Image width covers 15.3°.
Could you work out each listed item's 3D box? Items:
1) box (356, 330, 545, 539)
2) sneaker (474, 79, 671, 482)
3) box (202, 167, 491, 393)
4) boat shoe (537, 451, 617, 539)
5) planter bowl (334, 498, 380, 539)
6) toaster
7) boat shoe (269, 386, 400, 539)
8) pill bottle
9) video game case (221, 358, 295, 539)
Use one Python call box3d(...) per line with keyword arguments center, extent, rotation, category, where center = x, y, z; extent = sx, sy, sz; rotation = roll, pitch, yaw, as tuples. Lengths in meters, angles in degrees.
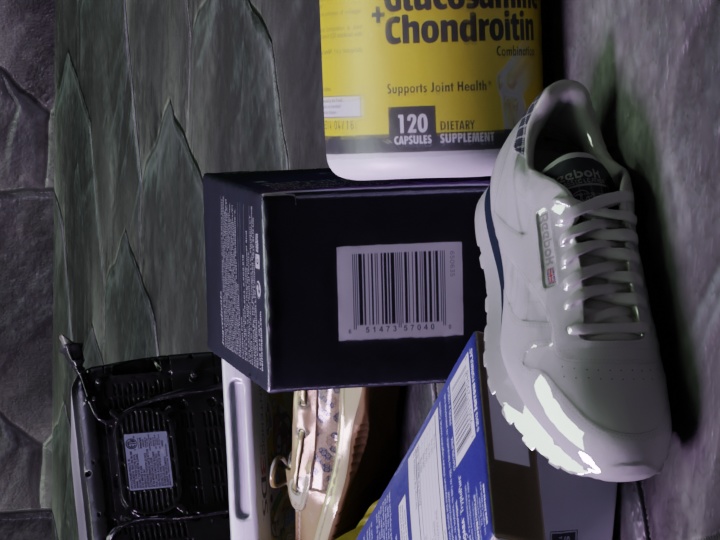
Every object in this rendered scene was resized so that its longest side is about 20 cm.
box3d(center=(0.035, 0.139, 1.276), extent=(0.200, 0.032, 0.121), rotation=(118, 157, -43), category="box")
box3d(center=(0.098, 0.005, 1.201), extent=(0.081, 0.076, 0.200), rotation=(113, 151, -43), category="sneaker")
box3d(center=(0.000, 0.000, 1.445), extent=(0.200, 0.147, 0.105), rotation=(-159, 67, -75), category="box")
box3d(center=(0.081, 0.154, 1.295), extent=(0.068, 0.071, 0.201), rotation=(-143, 54, -71), category="boat shoe")
box3d(center=(0.004, 0.226, 1.623), extent=(0.200, 0.083, 0.201), rotation=(178, 90, -78), category="planter bowl")
box3d(center=(-0.121, 0.152, 1.936), extent=(0.119, 0.180, 0.201), rotation=(110, 153, -62), category="toaster")
box3d(center=(-0.016, 0.098, 1.674), extent=(0.073, 0.062, 0.201), rotation=(-32, -42, -57), category="boat shoe")
box3d(center=(0.034, -0.147, 1.340), extent=(0.112, 0.112, 0.201), rotation=(-168, 75, -77), category="pill bottle")
box3d(center=(-0.048, 0.109, 1.767), extent=(0.200, 0.023, 0.183), rotation=(-7, -86, -75), category="video game case")
